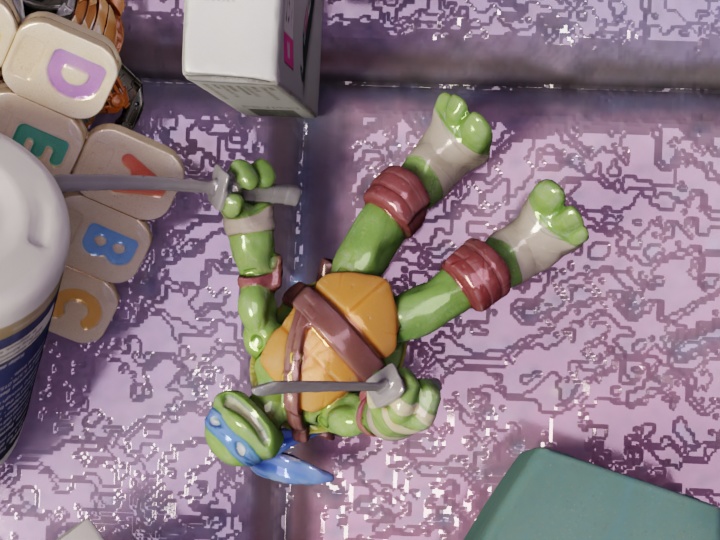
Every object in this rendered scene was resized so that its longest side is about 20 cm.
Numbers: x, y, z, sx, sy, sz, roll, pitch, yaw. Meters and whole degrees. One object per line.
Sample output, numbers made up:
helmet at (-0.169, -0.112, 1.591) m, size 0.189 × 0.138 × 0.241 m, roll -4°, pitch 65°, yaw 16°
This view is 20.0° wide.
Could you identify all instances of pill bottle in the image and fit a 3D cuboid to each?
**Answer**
pill bottle at (-0.199, 0.035, 0.913) m, size 0.111 × 0.200 × 0.111 m, roll 10°, pitch 50°, yaw -12°

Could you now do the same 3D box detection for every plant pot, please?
plant pot at (0.088, 0.189, 0.938) m, size 0.141 × 0.141 × 0.201 m, roll 18°, pitch 84°, yaw 1°

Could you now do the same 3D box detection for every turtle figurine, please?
turtle figurine at (0.000, 0.000, 0.924) m, size 0.194 × 0.144 × 0.200 m, roll -40°, pitch 128°, yaw -15°

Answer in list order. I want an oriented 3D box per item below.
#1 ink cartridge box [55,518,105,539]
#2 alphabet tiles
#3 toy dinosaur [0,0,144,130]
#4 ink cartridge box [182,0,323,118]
ink cartridge box at (-0.120, 0.233, 0.933) m, size 0.083 × 0.147 × 0.200 m, roll -36°, pitch 89°, yaw -39°
alphabet tiles at (-0.191, -0.041, 0.949) m, size 0.195 × 0.015 × 0.200 m, roll 23°, pitch 121°, yaw -13°
toy dinosaur at (-0.161, -0.119, 0.983) m, size 0.135 × 0.102 × 0.201 m, roll 22°, pitch 72°, yaw -13°
ink cartridge box at (-0.043, -0.162, 0.910) m, size 0.043 × 0.200 × 0.174 m, roll 3°, pitch 91°, yaw 3°
